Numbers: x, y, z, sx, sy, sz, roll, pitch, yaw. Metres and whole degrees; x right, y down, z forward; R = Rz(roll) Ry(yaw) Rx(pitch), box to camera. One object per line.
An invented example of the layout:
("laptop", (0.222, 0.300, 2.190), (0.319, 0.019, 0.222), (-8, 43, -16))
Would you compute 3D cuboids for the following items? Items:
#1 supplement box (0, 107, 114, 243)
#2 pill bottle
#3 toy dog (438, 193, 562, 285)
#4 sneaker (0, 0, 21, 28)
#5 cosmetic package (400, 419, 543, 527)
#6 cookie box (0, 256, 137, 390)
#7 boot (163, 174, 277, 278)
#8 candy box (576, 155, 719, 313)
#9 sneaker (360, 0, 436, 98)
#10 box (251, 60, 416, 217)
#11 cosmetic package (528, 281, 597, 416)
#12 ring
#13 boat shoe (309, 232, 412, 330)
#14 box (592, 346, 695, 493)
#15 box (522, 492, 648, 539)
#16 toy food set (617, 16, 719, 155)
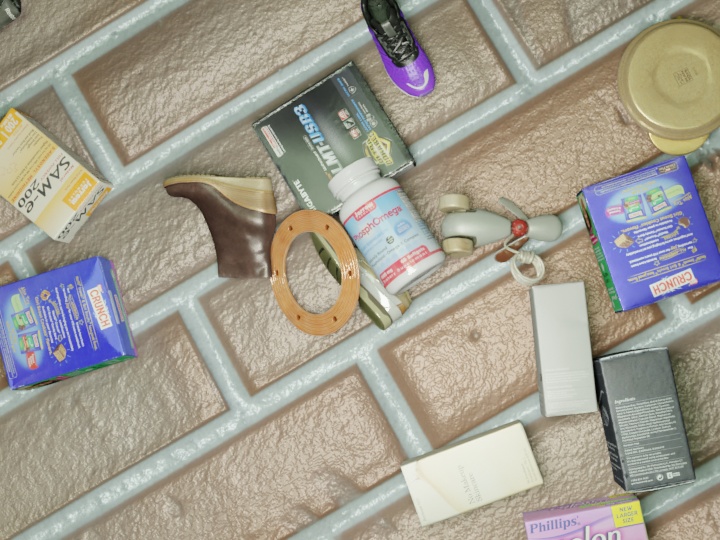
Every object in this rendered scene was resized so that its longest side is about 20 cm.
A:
("supplement box", (-0.528, -0.156, 1.804), (0.200, 0.074, 0.126), (38, 91, 7))
("pill bottle", (0.037, -0.070, 1.676), (0.109, 0.109, 0.200), (-34, 82, 3))
("toy dog", (0.206, -0.060, 1.720), (0.199, 0.096, 0.132), (23, 81, -5))
("sneaker", (-0.623, -0.436, 1.838), (0.090, 0.066, 0.201), (28, 87, 10))
("cosmetic package", (0.172, 0.313, 1.693), (0.199, 0.073, 0.104), (-22, 84, 3))
("cookie box", (-0.486, 0.088, 1.780), (0.199, 0.075, 0.172), (-17, 84, 5))
("boot", (-0.231, -0.071, 1.767), (0.199, 0.072, 0.167), (4, 96, 18))
("candy box", (0.447, -0.053, 1.686), (0.168, 0.077, 0.201), (-17, 83, 4))
("sneaker", (0.052, -0.368, 1.739), (0.069, 0.100, 0.201), (-30, 83, 6))
("box", (-0.043, -0.203, 1.767), (0.198, 0.050, 0.200), (-31, 83, 2))
("cosmetic package", (0.309, 0.119, 1.674), (0.090, 0.107, 0.201), (-8, 83, 5))
("ring", (-0.071, 0.003, 1.718), (0.200, 0.019, 0.201), (9, 103, 43))
("boat shoe", (0.000, 0.000, 1.740), (0.068, 0.075, 0.200), (-37, 82, -15))
("box", (0.418, 0.219, 1.633), (0.104, 0.148, 0.201), (-11, 85, 6))
("box", (0.352, 0.455, 1.650), (0.175, 0.097, 0.201), (-12, 84, 6))
("toy food set", (0.504, -0.297, 1.711), (0.198, 0.049, 0.200), (-41, 82, 2))
